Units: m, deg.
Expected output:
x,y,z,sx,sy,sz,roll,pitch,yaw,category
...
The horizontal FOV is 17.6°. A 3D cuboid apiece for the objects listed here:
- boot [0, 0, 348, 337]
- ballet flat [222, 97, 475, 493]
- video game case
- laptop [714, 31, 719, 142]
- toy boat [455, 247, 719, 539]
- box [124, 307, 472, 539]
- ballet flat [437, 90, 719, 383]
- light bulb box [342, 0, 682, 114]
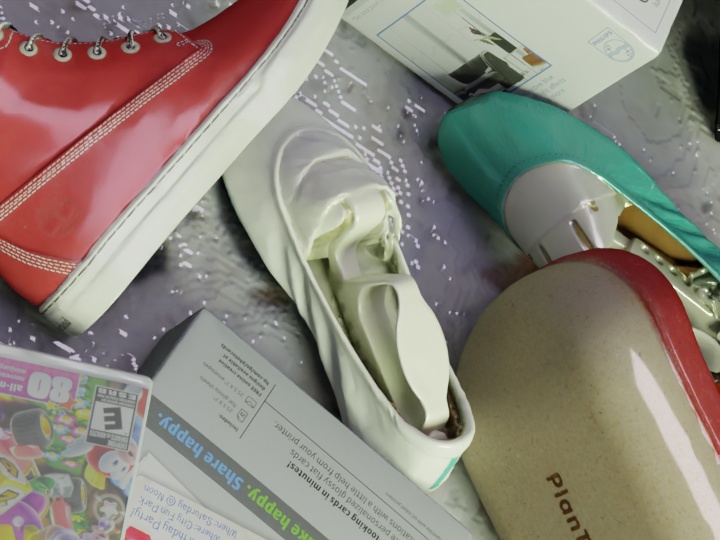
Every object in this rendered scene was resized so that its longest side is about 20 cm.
x,y,z,sx,sy,sz,roll,pitch,yaw,category
-0.108,-0.092,0.969,0.144,0.072,0.200,42,71,-7,boot
0.000,0.000,1.015,0.069,0.069,0.200,-18,81,-34,ballet flat
-0.163,0.113,0.866,0.143,0.018,0.200,13,58,-8,video game case
0.251,-0.152,1.196,0.116,0.200,0.187,7,62,11,laptop
0.134,0.084,1.026,0.131,0.130,0.200,-20,83,-42,toy boat
-0.063,0.138,0.939,0.156,0.041,0.200,41,57,-10,box
0.120,-0.009,1.081,0.200,0.067,0.070,36,28,-16,ballet flat
0.061,-0.205,1.095,0.200,0.125,0.198,35,57,-16,light bulb box
